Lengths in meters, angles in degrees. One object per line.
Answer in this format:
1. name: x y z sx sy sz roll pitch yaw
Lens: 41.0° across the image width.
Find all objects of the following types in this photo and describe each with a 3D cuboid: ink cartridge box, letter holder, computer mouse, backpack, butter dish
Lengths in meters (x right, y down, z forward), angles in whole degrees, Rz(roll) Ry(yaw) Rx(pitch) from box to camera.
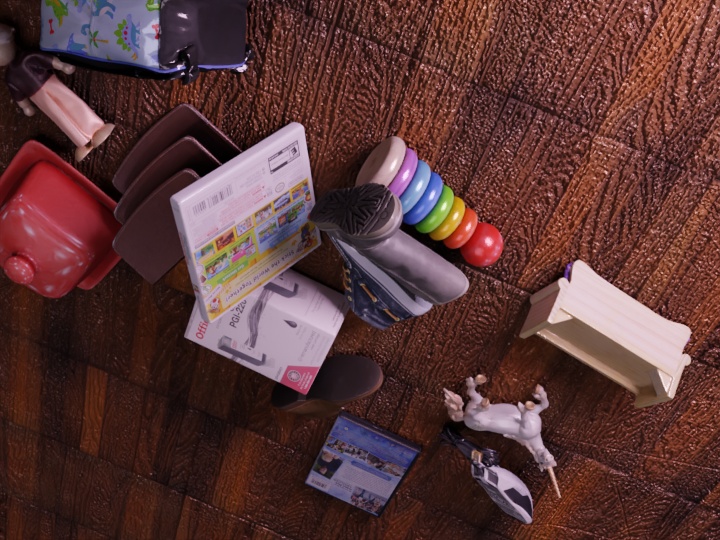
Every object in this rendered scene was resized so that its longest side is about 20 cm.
1. ink cartridge box: -0.132 0.066 1.352 0.198 0.085 0.146 27 132 0
2. letter holder: -0.250 -0.101 1.246 0.142 0.101 0.199 43 130 -14
3. computer mouse: 0.204 0.308 1.448 0.109 0.044 0.200 14 149 54
4. backpack: -0.236 -0.288 1.037 0.198 0.183 0.149 10 108 17
5. butter dish: -0.439 -0.040 1.332 0.199 0.148 0.200 39 130 -15

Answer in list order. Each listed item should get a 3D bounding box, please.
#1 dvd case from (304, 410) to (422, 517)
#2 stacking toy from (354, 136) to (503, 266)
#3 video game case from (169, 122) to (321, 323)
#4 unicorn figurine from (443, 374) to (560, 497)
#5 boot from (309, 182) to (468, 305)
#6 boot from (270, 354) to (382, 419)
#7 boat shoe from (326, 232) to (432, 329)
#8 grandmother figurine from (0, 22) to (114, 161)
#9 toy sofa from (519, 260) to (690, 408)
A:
1. dvd case: 0.002 0.316 1.554 0.141 0.018 0.201 24 131 -1
2. stacking toy: 0.093 -0.074 1.166 0.199 0.086 0.085 33 132 -19
3. video game case: -0.133 -0.059 1.180 0.023 0.200 0.183 26 139 35
4. unicorn figurine: 0.215 0.216 1.367 0.198 0.074 0.138 24 144 19
5. boot: 0.053 -0.021 1.131 0.200 0.073 0.181 40 171 -27
6. boot: -0.036 0.178 1.432 0.199 0.074 0.075 -18 140 36
7. boat shoe: 0.000 0.000 1.256 0.090 0.071 0.200 -29 115 34
8. grandmother figurine: -0.405 -0.235 1.220 0.121 0.061 0.200 -33 115 28
9. toy sofa: 0.311 0.081 1.217 0.199 0.098 0.083 30 157 -7
